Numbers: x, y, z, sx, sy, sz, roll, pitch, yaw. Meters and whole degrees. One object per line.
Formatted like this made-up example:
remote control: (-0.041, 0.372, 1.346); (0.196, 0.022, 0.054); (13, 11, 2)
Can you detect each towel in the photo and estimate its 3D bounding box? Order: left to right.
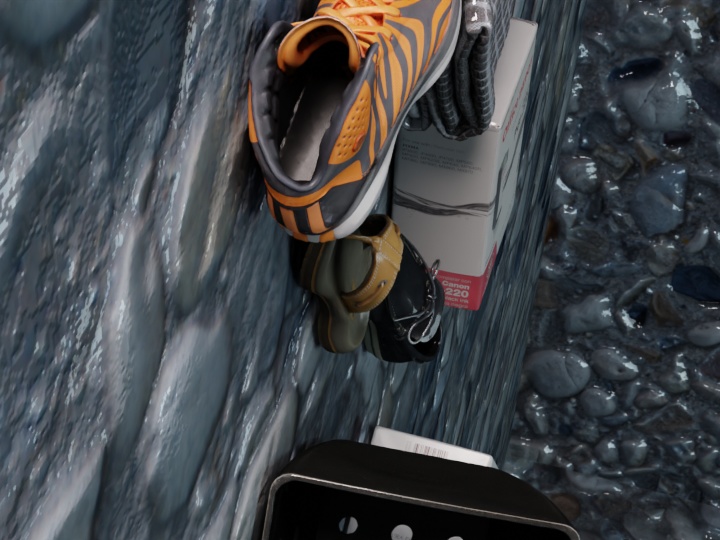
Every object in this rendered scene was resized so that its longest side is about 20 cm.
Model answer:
towel: (0.061, -0.191, 0.926); (0.200, 0.086, 0.166); (63, 40, -74)

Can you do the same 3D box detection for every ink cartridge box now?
ink cartridge box: (0.081, -0.090, 1.162); (0.200, 0.085, 0.146); (90, 16, -44)

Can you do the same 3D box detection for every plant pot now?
plant pot: (0.029, 0.222, 1.011); (0.177, 0.199, 0.200); (-79, 179, -78)

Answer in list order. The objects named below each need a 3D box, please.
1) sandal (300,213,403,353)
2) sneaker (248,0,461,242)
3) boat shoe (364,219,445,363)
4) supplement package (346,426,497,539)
sandal: (0.000, 0.000, 0.918); (0.200, 0.055, 0.082); (85, 21, -60)
sneaker: (0.001, -0.118, 0.721); (0.112, 0.078, 0.200); (72, 32, -72)
boat shoe: (0.033, 0.020, 1.102); (0.200, 0.062, 0.075); (77, 29, -64)
supplement package: (0.064, 0.221, 1.365); (0.200, 0.114, 0.110); (59, 46, -77)
